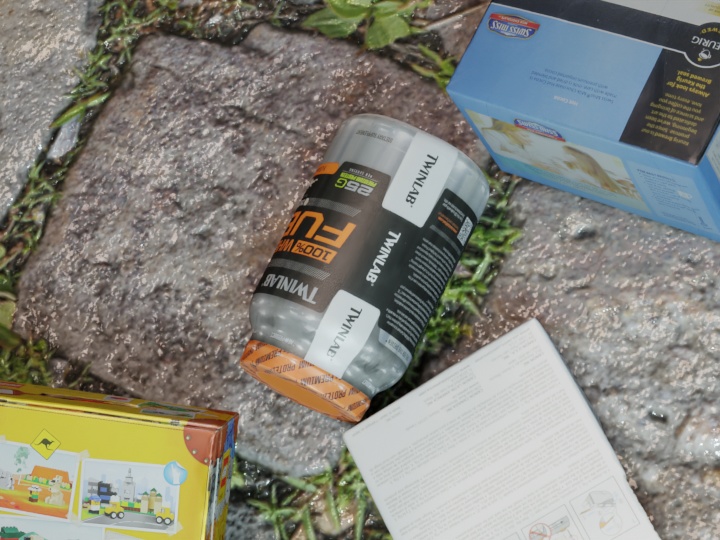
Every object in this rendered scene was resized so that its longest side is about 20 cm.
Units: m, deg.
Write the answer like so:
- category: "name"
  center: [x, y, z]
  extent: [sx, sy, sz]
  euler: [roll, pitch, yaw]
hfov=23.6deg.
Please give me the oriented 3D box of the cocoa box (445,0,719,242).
- category: "cocoa box"
  center: [0.187, -0.123, 1.197]
  extent: [0.200, 0.133, 0.131]
  euler: [21, 77, 31]

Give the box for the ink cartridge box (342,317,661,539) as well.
- category: "ink cartridge box"
  center: [0.098, 0.155, 1.161]
  extent: [0.163, 0.057, 0.200]
  euler: [-32, 65, 8]

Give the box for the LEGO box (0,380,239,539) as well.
- category: "LEGO box"
  center: [-0.196, 0.162, 1.200]
  extent: [0.200, 0.077, 0.149]
  euler: [8, 94, 4]

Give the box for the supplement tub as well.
- category: "supplement tub"
  center: [0.000, 0.000, 1.230]
  extent: [0.122, 0.123, 0.200]
  euler: [18, 74, 30]
